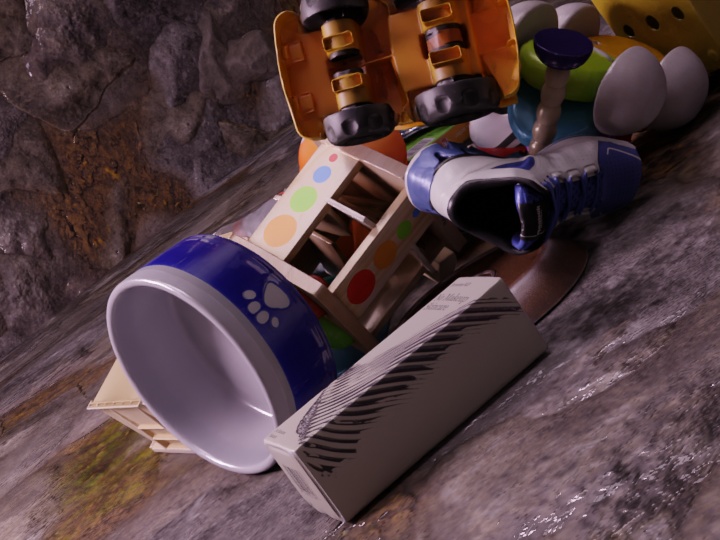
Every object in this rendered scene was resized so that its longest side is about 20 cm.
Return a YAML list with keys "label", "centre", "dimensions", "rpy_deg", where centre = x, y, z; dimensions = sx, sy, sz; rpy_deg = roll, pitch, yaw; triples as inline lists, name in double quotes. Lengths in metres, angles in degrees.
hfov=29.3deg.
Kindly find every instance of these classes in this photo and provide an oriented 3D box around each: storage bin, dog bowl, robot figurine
- label: "storage bin"
  centre: [-0.164, 0.075, 1.393]
  dimensions: [0.199, 0.094, 0.200]
  rpy_deg: [-12, 48, 61]
- label: "dog bowl"
  centre: [-0.119, 0.072, 1.173]
  dimensions: [0.079, 0.200, 0.200]
  rpy_deg: [-40, 12, -35]
- label: "robot figurine"
  centre: [-0.006, -0.087, 1.445]
  dimensions: [0.117, 0.200, 0.144]
  rpy_deg: [19, 49, 22]

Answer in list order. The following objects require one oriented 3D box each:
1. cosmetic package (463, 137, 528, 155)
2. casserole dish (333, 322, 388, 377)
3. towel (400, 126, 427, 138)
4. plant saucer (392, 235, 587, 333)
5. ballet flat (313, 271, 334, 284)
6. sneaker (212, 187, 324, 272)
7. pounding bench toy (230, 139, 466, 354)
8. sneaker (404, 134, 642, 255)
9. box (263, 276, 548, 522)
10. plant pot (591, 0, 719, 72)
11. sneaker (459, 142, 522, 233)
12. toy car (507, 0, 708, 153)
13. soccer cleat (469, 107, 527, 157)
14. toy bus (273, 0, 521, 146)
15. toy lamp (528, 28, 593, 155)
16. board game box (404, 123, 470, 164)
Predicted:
- label: "cosmetic package"
  centre: [0.114, -0.121, 1.571]
  dimensions: [0.200, 0.085, 0.108]
  rpy_deg: [-42, 17, -24]
- label: "casserole dish"
  centre: [-0.030, 0.065, 1.359]
  dimensions: [0.121, 0.039, 0.200]
  rpy_deg: [-32, 13, 16]
- label: "towel"
  centre: [0.080, -0.185, 1.540]
  dimensions: [0.200, 0.024, 0.147]
  rpy_deg: [-21, 18, 32]
- label: "plant saucer"
  centre: [0.098, 0.027, 1.163]
  dimensions: [0.200, 0.032, 0.200]
  rpy_deg: [-34, 12, 9]
- label: "ballet flat"
  centre: [-0.077, 0.025, 1.476]
  dimensions: [0.200, 0.074, 0.074]
  rpy_deg: [-38, 8, 35]
- label: "sneaker"
  centre: [-0.078, -0.042, 1.410]
  dimensions: [0.200, 0.077, 0.082]
  rpy_deg: [0, 60, 53]
- label: "pounding bench toy"
  centre: [0.000, 0.000, 1.260]
  dimensions: [0.124, 0.200, 0.156]
  rpy_deg: [28, 78, 39]
- label: "sneaker"
  centre: [0.146, -0.056, 1.135]
  dimensions: [0.199, 0.081, 0.115]
  rpy_deg: [-3, 26, -16]
- label: "box"
  centre: [0.033, 0.090, 0.997]
  dimensions: [0.200, 0.068, 0.082]
  rpy_deg: [-39, 12, -17]
- label: "plant pot"
  centre: [0.342, -0.295, 1.357]
  dimensions: [0.176, 0.200, 0.200]
  rpy_deg: [-42, 13, -17]
- label: "sneaker"
  centre: [0.120, -0.072, 1.439]
  dimensions: [0.090, 0.078, 0.200]
  rpy_deg: [24, 37, 32]
- label: "toy car"
  centre: [0.212, -0.162, 1.302]
  dimensions: [0.200, 0.175, 0.150]
  rpy_deg: [-12, -52, -51]
- label: "soccer cleat"
  centre: [0.208, -0.175, 1.426]
  dimensions: [0.200, 0.085, 0.069]
  rpy_deg: [-16, 37, 1]
- label: "toy bus"
  centre: [0.042, -0.181, 1.220]
  dimensions: [0.200, 0.136, 0.192]
  rpy_deg: [-13, -4, 9]
- label: "toy lamp"
  centre: [0.159, -0.112, 1.213]
  dimensions: [0.058, 0.200, 0.058]
  rpy_deg: [4, 35, -3]
- label: "board game box"
  centre: [0.110, -0.169, 1.519]
  dimensions: [0.200, 0.030, 0.096]
  rpy_deg: [-41, 18, -17]
